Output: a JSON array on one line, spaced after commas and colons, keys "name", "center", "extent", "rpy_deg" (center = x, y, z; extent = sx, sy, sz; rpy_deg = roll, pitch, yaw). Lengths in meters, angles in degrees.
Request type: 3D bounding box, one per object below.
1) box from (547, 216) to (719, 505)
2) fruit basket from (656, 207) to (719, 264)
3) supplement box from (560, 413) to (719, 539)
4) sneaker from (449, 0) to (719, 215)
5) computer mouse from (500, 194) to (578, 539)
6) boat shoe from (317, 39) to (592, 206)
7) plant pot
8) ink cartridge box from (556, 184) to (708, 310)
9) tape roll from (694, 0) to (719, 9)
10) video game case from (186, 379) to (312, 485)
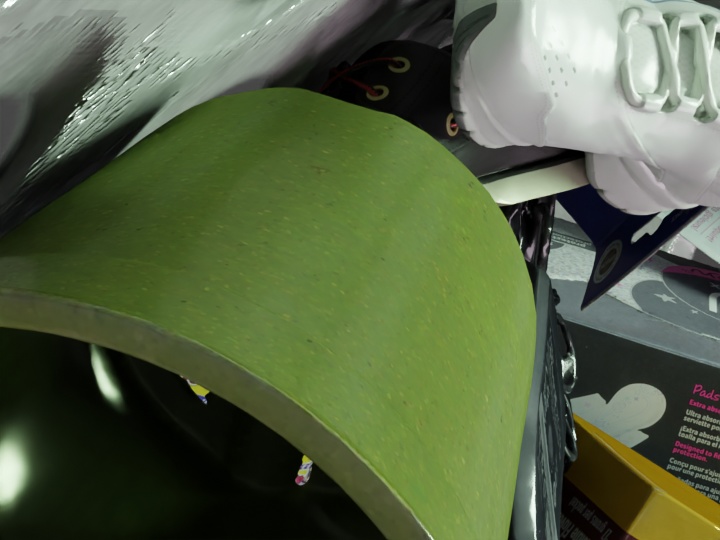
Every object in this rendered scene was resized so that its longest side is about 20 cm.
[{"name": "box", "center": [0.110, 0.055, 1.252], "extent": [0.132, 0.199, 0.115], "rpy_deg": [-70, 178, -69]}, {"name": "fruit basket", "center": [0.173, -0.067, 1.307], "extent": [0.185, 0.199, 0.094], "rpy_deg": [-36, 153, -50]}, {"name": "supplement box", "center": [0.116, 0.198, 1.128], "extent": [0.201, 0.197, 0.133], "rpy_deg": [-57, -163, 3]}, {"name": "sneaker", "center": [0.093, -0.064, 0.892], "extent": [0.087, 0.075, 0.200], "rpy_deg": [5, 174, 32]}, {"name": "computer mouse", "center": [0.044, 0.057, 1.003], "extent": [0.052, 0.139, 0.200], "rpy_deg": [-2, -151, 8]}, {"name": "boat shoe", "center": [0.005, -0.040, 0.904], "extent": [0.073, 0.064, 0.201], "rpy_deg": [-4, -170, 37]}, {"name": "plant pot", "center": [-0.037, 0.051, 0.670], "extent": [0.200, 0.200, 0.190], "rpy_deg": [-42, -172, 31]}, {"name": "ink cartridge box", "center": [0.120, -0.087, 1.105], "extent": [0.095, 0.037, 0.201], "rpy_deg": [-44, -156, 50]}, {"name": "tape roll", "center": [0.214, -0.112, 1.006], "extent": [0.202, 0.203, 0.139], "rpy_deg": [-39, 172, -31]}, {"name": "video game case", "center": [-0.080, 0.070, 0.877], "extent": [0.181, 0.026, 0.200], "rpy_deg": [-42, 148, 19]}]
